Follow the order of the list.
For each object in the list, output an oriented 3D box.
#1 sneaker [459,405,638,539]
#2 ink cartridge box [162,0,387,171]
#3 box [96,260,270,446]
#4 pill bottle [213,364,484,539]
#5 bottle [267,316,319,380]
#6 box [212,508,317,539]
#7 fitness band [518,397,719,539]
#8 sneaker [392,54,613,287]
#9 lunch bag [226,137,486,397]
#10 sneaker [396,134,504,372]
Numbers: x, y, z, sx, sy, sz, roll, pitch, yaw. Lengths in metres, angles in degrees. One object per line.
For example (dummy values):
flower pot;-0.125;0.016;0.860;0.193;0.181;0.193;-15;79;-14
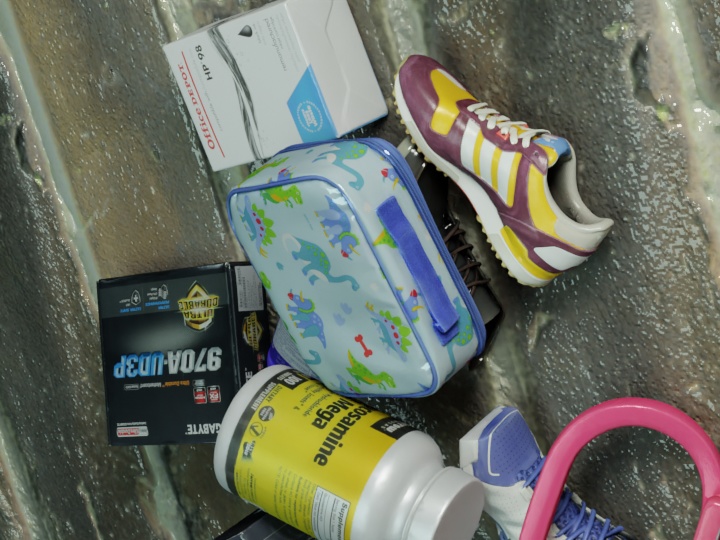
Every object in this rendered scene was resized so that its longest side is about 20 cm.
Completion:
sneaker;0.161;0.201;1.560;0.115;0.081;0.201;0;119;40
ink cartridge box;-0.083;-0.152;1.599;0.199;0.067;0.117;-12;104;47
box;-0.160;0.078;1.785;0.199;0.046;0.160;-6;88;46
pill bottle;-0.008;0.161;1.544;0.199;0.112;0.113;24;128;25
bottle;-0.021;0.026;1.640;0.083;0.065;0.201;38;134;22
box;-0.012;0.264;1.664;0.104;0.200;0.183;-32;90;49
fitness band;0.197;0.194;1.483;0.143;0.037;0.201;21;104;14
sneaker;0.109;-0.090;1.453;0.090;0.075;0.200;-37;90;38
lunch bag;0.000;0.000;1.484;0.160;0.082;0.201;-7;117;52
sneaker;0.068;-0.017;1.533;0.106;0.075;0.201;29;139;24
